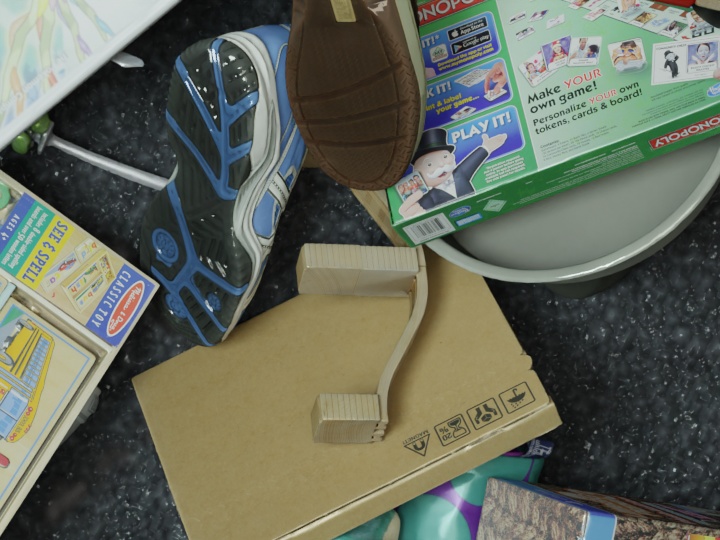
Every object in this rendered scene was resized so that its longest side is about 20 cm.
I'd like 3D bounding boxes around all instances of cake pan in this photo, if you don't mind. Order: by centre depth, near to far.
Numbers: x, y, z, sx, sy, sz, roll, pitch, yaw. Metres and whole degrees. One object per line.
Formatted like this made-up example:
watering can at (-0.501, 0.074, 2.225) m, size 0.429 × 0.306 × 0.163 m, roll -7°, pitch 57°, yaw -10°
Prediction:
cake pan at (0.110, -0.078, 1.372) m, size 0.200 × 0.037 × 0.201 m, roll -11°, pitch 60°, yaw 19°

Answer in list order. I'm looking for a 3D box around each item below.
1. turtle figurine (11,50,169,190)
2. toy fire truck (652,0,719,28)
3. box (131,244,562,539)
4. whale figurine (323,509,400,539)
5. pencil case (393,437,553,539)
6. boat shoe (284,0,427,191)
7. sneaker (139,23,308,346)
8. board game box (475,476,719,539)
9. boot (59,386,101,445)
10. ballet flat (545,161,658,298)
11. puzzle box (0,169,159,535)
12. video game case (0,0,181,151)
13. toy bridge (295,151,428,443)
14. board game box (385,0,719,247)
turtle figurine at (-0.205, -0.111, 1.360) m, size 0.193 × 0.144 × 0.201 m, roll -19°, pitch 88°, yaw -1°
toy fire truck at (0.121, -0.214, 1.304) m, size 0.199 × 0.129 × 0.177 m, roll 10°, pitch 58°, yaw -5°
box at (-0.012, 0.068, 1.374) m, size 0.199 × 0.164 × 0.021 m, roll -27°, pitch 131°, yaw 0°
whale figurine at (-0.071, 0.181, 1.365) m, size 0.200 × 0.159 × 0.104 m, roll -39°, pitch 102°, yaw 20°
pencil case at (0.048, 0.180, 1.404) m, size 0.092 × 0.085 × 0.201 m, roll 7°, pitch 93°, yaw -40°
boat shoe at (0.003, -0.137, 1.294) m, size 0.074 × 0.075 × 0.203 m, roll 9°, pitch 130°, yaw 19°
sneaker at (-0.062, -0.042, 1.373) m, size 0.076 × 0.077 × 0.200 m, roll 37°, pitch 132°, yaw 22°
board game box at (0.157, 0.205, 1.362) m, size 0.199 × 0.097 × 0.160 m, roll 11°, pitch 91°, yaw -29°
boot at (-0.241, 0.037, 1.398) m, size 0.200 × 0.074 × 0.096 m, roll 42°, pitch 84°, yaw -3°
ballet flat at (0.163, -0.070, 1.405) m, size 0.068 × 0.068 × 0.200 m, roll 35°, pitch 91°, yaw -7°
puzzle box at (-0.209, 0.052, 1.349) m, size 0.133 × 0.025 × 0.200 m, roll 36°, pitch 70°, yaw -15°
video game case at (-0.178, -0.175, 1.269) m, size 0.200 × 0.022 × 0.182 m, roll -37°, pitch 94°, yaw 17°
toy bridge at (0.000, 0.000, 1.374) m, size 0.067 × 0.027 × 0.201 m, roll 2°, pitch 55°, yaw -12°
board game box at (0.100, -0.106, 1.351) m, size 0.199 × 0.029 × 0.135 m, roll -20°, pitch 57°, yaw 14°
